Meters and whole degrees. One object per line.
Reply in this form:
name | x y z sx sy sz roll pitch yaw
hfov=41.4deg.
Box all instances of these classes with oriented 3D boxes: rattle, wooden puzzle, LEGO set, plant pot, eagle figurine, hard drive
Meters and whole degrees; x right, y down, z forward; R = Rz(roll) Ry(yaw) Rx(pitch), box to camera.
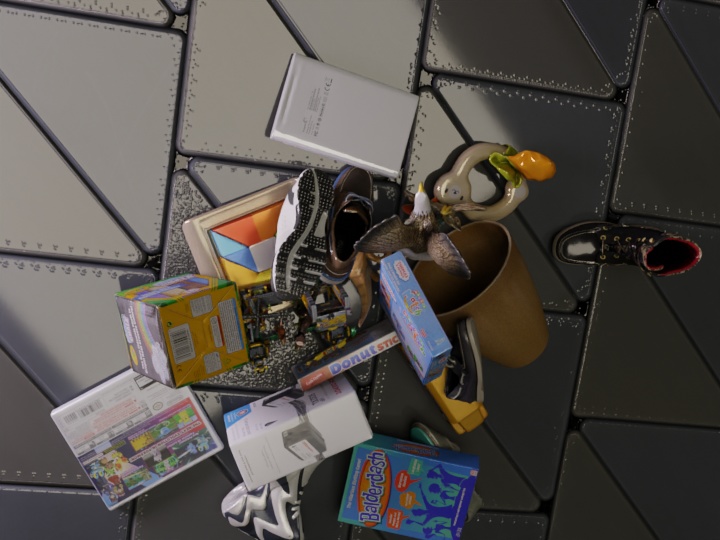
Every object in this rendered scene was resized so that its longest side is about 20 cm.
rattle | 0.179 -0.112 1.450 0.200 0.143 0.130 -20 122 -14
wooden puzzle | -0.146 -0.023 1.445 0.200 0.037 0.185 -22 104 -7
LEGO set | -0.092 0.085 1.412 0.200 0.116 0.154 -6 121 -18
plant pot | 0.204 0.057 1.475 0.186 0.186 0.200 -45 119 -1
eagle figurine | 0.086 -0.053 1.376 0.152 0.200 0.151 -26 112 26
hard drive | -0.022 -0.230 1.425 0.200 0.026 0.132 17 84 -15

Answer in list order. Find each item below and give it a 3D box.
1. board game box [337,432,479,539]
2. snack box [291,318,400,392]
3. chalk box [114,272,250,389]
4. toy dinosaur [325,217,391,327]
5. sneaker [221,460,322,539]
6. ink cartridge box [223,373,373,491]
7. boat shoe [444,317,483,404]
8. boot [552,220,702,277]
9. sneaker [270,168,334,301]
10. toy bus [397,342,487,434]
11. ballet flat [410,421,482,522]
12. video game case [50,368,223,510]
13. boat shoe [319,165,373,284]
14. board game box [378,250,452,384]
board game box | 0.075 0.348 1.519 0.200 0.045 0.152 12 111 2
snack box | -0.011 0.124 1.484 0.200 0.072 0.024 -26 106 -6
chalk box | -0.265 0.079 1.368 0.124 0.200 0.125 -18 106 -32
toy dinosaur | 0.000 0.000 1.452 0.106 0.060 0.200 -11 66 -27
sneaker | -0.106 0.361 1.505 0.199 0.079 0.130 -39 107 -3
ink cartridge box | -0.098 0.236 1.448 0.200 0.145 0.084 -22 102 -7
boat shoe | 0.147 0.138 1.400 0.063 0.073 0.200 -5 145 6
boot | 0.421 -0.033 1.505 0.200 0.151 0.073 1 100 -12
sneaker | -0.088 -0.045 1.375 0.074 0.080 0.200 23 66 -20
toy bus | 0.134 0.174 1.520 0.065 0.078 0.200 -34 105 -4
ballet flat | 0.144 0.321 1.568 0.064 0.067 0.200 -35 108 -32
video game case | -0.340 0.245 1.463 0.200 0.023 0.182 -28 105 -7
boat shoe | -0.010 -0.077 1.406 0.072 0.072 0.200 19 63 -16
board game box | 0.074 0.073 1.355 0.037 0.200 0.151 -26 75 -7
